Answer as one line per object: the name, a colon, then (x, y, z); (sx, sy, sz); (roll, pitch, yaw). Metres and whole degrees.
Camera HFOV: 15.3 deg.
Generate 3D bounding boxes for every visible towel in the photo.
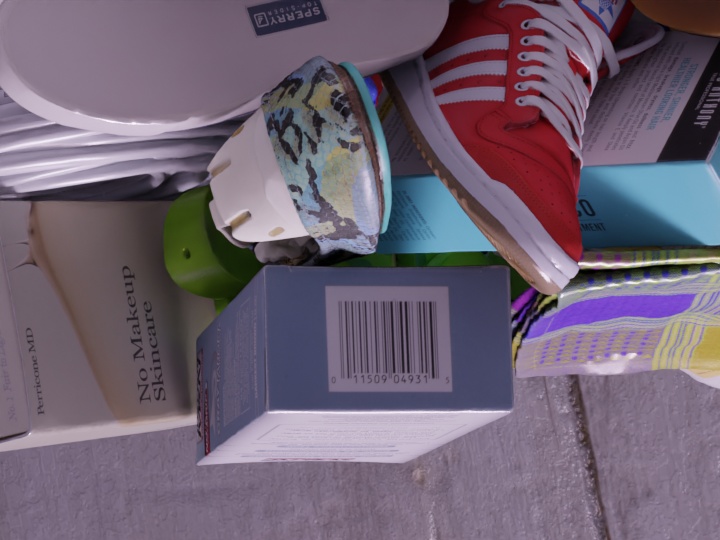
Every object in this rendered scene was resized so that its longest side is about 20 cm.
towel: (0.137, 0.020, 1.175); (0.143, 0.023, 0.200); (-1, 169, -6)

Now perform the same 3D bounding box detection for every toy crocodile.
toy crocodile: (0.000, 0.000, 1.230); (0.199, 0.062, 0.067); (5, 167, -30)

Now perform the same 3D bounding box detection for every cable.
cable: (-0.144, -0.061, 1.185); (0.199, 0.070, 0.200); (-12, 175, 30)

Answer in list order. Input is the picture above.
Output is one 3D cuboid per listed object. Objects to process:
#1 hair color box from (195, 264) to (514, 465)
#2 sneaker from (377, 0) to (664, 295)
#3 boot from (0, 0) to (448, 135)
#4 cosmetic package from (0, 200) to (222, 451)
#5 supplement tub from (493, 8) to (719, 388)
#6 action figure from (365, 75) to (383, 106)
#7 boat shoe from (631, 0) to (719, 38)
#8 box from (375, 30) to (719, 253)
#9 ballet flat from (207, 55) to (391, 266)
hair color box: (-0.008, 0.042, 1.111); (0.098, 0.061, 0.200); (1, 170, -11)
sneaker: (0.076, -0.073, 1.061); (0.112, 0.071, 0.200); (-35, -149, 6)
boot: (-0.066, -0.082, 1.043); (0.199, 0.073, 0.090); (-9, 170, -34)
cosmetic package: (-0.123, 0.024, 1.198); (0.073, 0.104, 0.200); (-13, 176, 28)
supplement tub: (0.164, -0.030, 1.320); (0.199, 0.146, 0.145); (29, 161, -19)
action figure: (-0.006, -0.063, 1.352); (0.065, 0.100, 0.200); (-10, 179, 11)
boat shoe: (0.206, -0.134, 1.060); (0.199, 0.071, 0.070); (-12, 172, 21)
box: (0.088, -0.054, 1.136); (0.199, 0.049, 0.082); (-1, -133, 41)
ballet flat: (-0.024, -0.031, 1.012); (0.074, 0.075, 0.200); (-11, 170, -1)
